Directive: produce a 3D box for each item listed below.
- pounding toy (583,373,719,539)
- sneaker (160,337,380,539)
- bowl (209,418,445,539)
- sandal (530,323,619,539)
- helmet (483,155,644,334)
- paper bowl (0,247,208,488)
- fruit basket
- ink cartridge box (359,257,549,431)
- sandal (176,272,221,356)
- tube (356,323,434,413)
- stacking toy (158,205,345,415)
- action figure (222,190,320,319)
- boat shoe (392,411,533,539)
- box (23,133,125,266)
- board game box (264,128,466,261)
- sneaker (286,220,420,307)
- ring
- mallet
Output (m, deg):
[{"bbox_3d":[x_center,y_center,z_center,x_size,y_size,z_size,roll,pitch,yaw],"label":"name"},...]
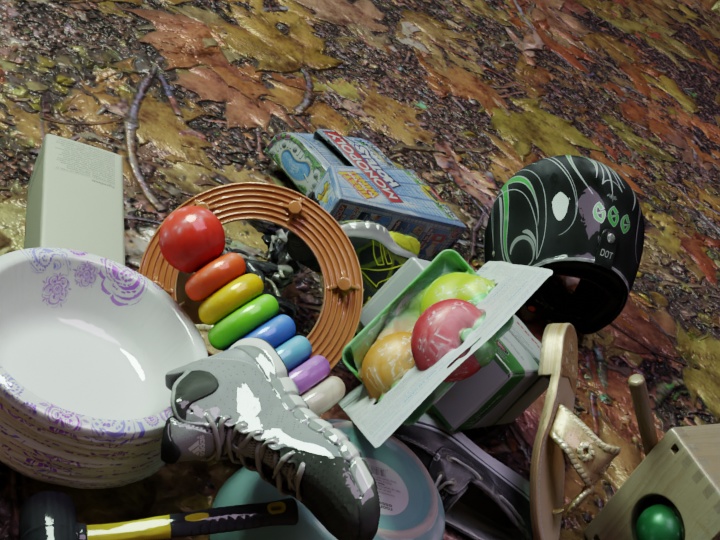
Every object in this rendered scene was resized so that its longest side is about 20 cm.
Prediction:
[{"bbox_3d":[0.310,0.210,1.173,0.198,0.185,0.143,2,42,-38],"label":"pounding toy"},{"bbox_3d":[-0.079,0.132,0.871,0.114,0.076,0.200,-11,39,-33],"label":"sneaker"},{"bbox_3d":[-0.012,0.198,0.993,0.199,0.106,0.202,21,33,-15],"label":"bowl"},{"bbox_3d":[0.199,0.150,1.119,0.078,0.069,0.214,37,54,-57],"label":"sandal"},{"bbox_3d":[0.240,-0.041,1.466,0.198,0.200,0.192,20,51,-18],"label":"helmet"},{"bbox_3d":[-0.226,0.084,0.963,0.199,0.105,0.202,22,34,-15],"label":"paper bowl"},{"bbox_3d":[0.066,0.064,0.992,0.094,0.185,0.200,47,-5,-14],"label":"fruit basket"},{"bbox_3d":[0.101,0.073,1.196,0.147,0.083,0.200,49,14,19],"label":"ink cartridge box"},{"bbox_3d":[-0.130,0.080,1.081,0.212,0.078,0.069,45,49,17],"label":"sandal"},{"bbox_3d":[0.037,0.089,1.239,0.051,0.058,0.201,-24,49,-7],"label":"tube"},{"bbox_3d":[-0.096,0.037,1.004,0.201,0.085,0.085,59,36,2],"label":"stacking toy"},{"bbox_3d":[-0.098,-0.017,1.201,0.101,0.119,0.201,30,37,-15],"label":"action figure"},{"bbox_3d":[0.080,0.189,1.111,0.198,0.072,0.071,27,28,-11],"label":"boat shoe"},{"bbox_3d":[-0.261,-0.033,1.125,0.081,0.069,0.201,16,36,-22],"label":"box"},{"bbox_3d":[-0.008,-0.093,1.405,0.200,0.062,0.199,49,27,25],"label":"board game box"},{"bbox_3d":[0.000,0.000,1.184,0.074,0.086,0.199,-2,-6,34],"label":"sneaker"},{"bbox_3d":[-0.095,0.015,1.071,0.198,0.019,0.203,2,72,-5],"label":"ring"},{"bbox_3d":[-0.142,0.191,0.879,0.197,0.041,0.066,0,44,-8],"label":"mallet"}]
